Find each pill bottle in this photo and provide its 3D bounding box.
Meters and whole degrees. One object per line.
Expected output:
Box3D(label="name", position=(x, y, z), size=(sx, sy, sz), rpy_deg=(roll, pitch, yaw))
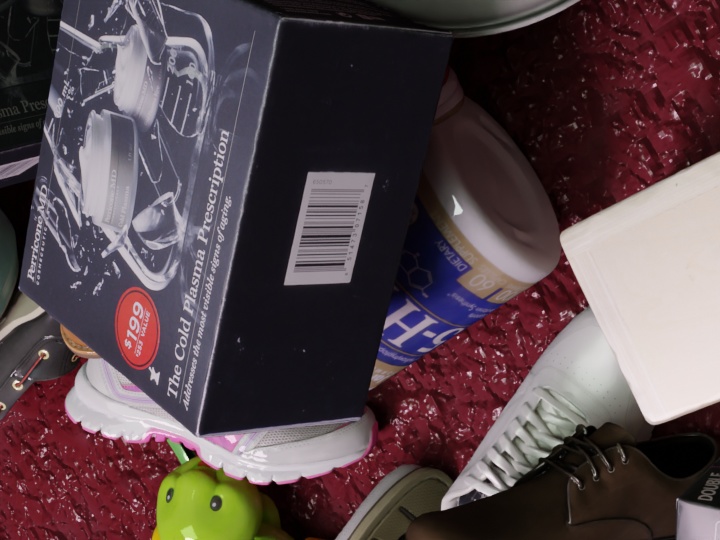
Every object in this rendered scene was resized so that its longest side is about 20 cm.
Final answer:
Box3D(label="pill bottle", position=(0.000, 0.000, 0.904), size=(0.200, 0.120, 0.120), rpy_deg=(-35, 82, 26))

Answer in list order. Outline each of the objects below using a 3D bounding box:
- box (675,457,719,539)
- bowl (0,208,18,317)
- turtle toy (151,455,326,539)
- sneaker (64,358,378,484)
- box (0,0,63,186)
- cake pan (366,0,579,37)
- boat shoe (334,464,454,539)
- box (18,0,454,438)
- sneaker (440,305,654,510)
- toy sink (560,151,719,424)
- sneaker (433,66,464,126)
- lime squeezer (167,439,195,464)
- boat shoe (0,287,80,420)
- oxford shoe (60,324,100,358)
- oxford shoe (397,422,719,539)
Box3D(label="box", position=(0.265, 0.157, 0.767), size=(0.200, 0.148, 0.125), rpy_deg=(9, 109, 32))
Box3D(label="bowl", position=(-0.310, 0.006, 1.113), size=(0.105, 0.201, 0.201), rpy_deg=(36, 132, -28))
Box3D(label="turtle toy", position=(-0.086, 0.209, 1.042), size=(0.145, 0.101, 0.201), rpy_deg=(5, 106, 26))
Box3D(label="sneaker", position=(-0.084, 0.069, 1.002), size=(0.199, 0.081, 0.088), rpy_deg=(13, 108, 7))
Box3D(label="box", position=(-0.256, -0.144, 0.998), size=(0.104, 0.200, 0.183), rpy_deg=(-24, 89, 38))
Box3D(label="cake pan", position=(0.055, -0.211, 0.806), size=(0.200, 0.037, 0.201), rpy_deg=(-6, 66, 14))
Box3D(label="boat shoe", position=(-0.015, 0.201, 0.976), size=(0.075, 0.200, 0.068), rpy_deg=(41, 163, -32))
Box3D(label="box", position=(-0.070, -0.049, 0.797), size=(0.182, 0.104, 0.201), rpy_deg=(31, 115, 46))
Box3D(label="sneaker", position=(0.101, 0.104, 0.908), size=(0.076, 0.080, 0.200), rpy_deg=(39, 120, 21))
Box3D(label="toy sink", position=(0.221, -0.019, 0.761), size=(0.200, 0.130, 0.112), rpy_deg=(-28, 87, 35))
Box3D(label="sneaker", position=(-0.007, -0.144, 0.849), size=(0.200, 0.071, 0.113), rpy_deg=(-127, 19, -62))
Box3D(label="lime squeezer", position=(-0.107, 0.080, 1.069), size=(0.071, 0.038, 0.201), rpy_deg=(26, 115, 26))
Box3D(label="boat shoe", position=(-0.217, 0.038, 1.120), size=(0.063, 0.074, 0.201), rpy_deg=(41, 119, -20))
Box3D(label="oxford shoe", position=(-0.107, -0.023, 0.967), size=(0.200, 0.071, 0.071), rpy_deg=(-37, 58, 5))
Box3D(label="oxford shoe", position=(0.105, 0.118, 0.845), size=(0.073, 0.200, 0.085), rpy_deg=(32, 123, 52))
